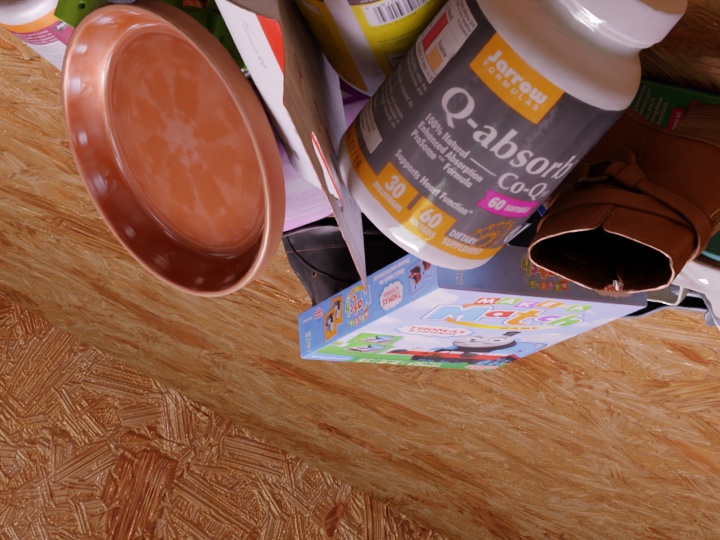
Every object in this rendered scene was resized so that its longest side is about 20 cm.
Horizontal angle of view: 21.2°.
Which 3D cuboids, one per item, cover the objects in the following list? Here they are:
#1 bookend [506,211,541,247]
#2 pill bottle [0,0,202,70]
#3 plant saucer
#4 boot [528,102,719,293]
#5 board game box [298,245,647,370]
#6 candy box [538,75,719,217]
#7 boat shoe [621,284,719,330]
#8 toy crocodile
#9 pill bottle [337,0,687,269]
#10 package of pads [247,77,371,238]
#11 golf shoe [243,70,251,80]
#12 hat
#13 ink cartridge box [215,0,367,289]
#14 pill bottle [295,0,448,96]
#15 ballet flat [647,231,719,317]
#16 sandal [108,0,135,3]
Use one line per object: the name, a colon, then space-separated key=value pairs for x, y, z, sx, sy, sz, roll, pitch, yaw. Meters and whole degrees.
bookend: x=0.124 y=-0.046 z=1.498 sx=0.199 sy=0.092 sz=0.199 roll=24 pitch=167 yaw=-6
pill bottle: x=-0.184 y=-0.186 z=1.434 sx=0.109 sy=0.110 sz=0.200 roll=12 pitch=163 yaw=39
plant saucer: x=-0.118 y=-0.080 z=1.238 sx=0.200 sy=0.032 sz=0.201 roll=27 pitch=131 yaw=35
boot: x=0.134 y=-0.042 z=1.169 sx=0.199 sy=0.155 sz=0.077 roll=8 pitch=128 yaw=29
board game box: x=0.068 y=0.026 z=1.252 sx=0.151 sy=0.037 sz=0.200 roll=5 pitch=163 yaw=-25
candy box: x=0.213 y=-0.062 z=1.315 sx=0.199 sy=0.077 sz=0.169 roll=14 pitch=163 yaw=25
boat shoe: x=0.247 y=0.020 z=1.278 sx=0.199 sy=0.062 sz=0.073 roll=13 pitch=163 yaw=30
toy crocodile: x=-0.127 y=-0.166 z=1.339 sx=0.062 sy=0.068 sz=0.200 roll=20 pitch=-167 yaw=37
pill bottle: x=0.085 y=-0.105 z=1.083 sx=0.116 sy=0.117 sz=0.200 roll=28 pitch=122 yaw=-20
package of pads: x=-0.018 y=-0.094 z=1.319 sx=0.120 sy=0.199 sz=0.076 roll=36 pitch=137 yaw=52
golf shoe: x=-0.045 y=-0.140 z=1.505 sx=0.088 sy=0.078 sz=0.200 roll=8 pitch=-178 yaw=-41
hat: x=0.000 y=0.000 z=1.370 sx=0.199 sy=0.081 sz=0.201 roll=-2 pitch=-176 yaw=0
ink cartridge box: x=-0.046 y=-0.104 z=1.141 sx=0.047 sy=0.201 sz=0.160 roll=-16 pitch=136 yaw=8
pill bottle: x=0.016 y=-0.173 z=1.147 sx=0.109 sy=0.110 sz=0.200 roll=19 pitch=166 yaw=19
ballet flat: x=0.215 y=-0.005 z=1.218 sx=0.199 sy=0.070 sz=0.069 roll=16 pitch=165 yaw=36
sandal: x=-0.208 y=-0.231 z=1.202 sx=0.200 sy=0.045 sz=0.075 roll=35 pitch=167 yaw=25
